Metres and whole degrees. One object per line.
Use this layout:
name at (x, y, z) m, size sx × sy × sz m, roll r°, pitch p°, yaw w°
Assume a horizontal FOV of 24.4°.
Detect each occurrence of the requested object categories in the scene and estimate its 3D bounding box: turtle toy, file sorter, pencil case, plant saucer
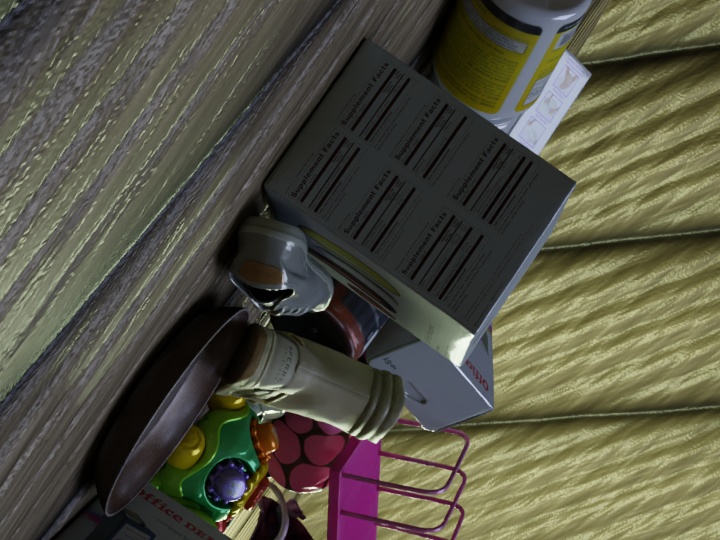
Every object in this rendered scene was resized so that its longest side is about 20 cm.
turtle toy at (-0.148, 0.206, 1.604) m, size 0.200 × 0.101 × 0.146 m, roll -51°, pitch 172°, yaw -41°
file sorter at (0.043, 0.278, 1.796) m, size 0.139 × 0.124 × 0.202 m, roll -51°, pitch 148°, yaw -59°
pencil case at (-0.047, 0.149, 1.796) m, size 0.090 × 0.094 × 0.201 m, roll -16°, pitch 143°, yaw -41°
plant saucer at (-0.158, 0.107, 1.348) m, size 0.201 × 0.032 × 0.200 m, roll -55°, pitch 175°, yaw -8°

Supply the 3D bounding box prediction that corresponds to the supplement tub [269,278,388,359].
supplement tub at (0.000, 0.000, 1.684) m, size 0.200 × 0.106 × 0.107 m, roll -51°, pitch 173°, yaw -35°

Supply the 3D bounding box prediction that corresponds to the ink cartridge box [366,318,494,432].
ink cartridge box at (0.077, 0.049, 1.792) m, size 0.084 × 0.145 × 0.202 m, roll -21°, pitch -137°, yaw 25°

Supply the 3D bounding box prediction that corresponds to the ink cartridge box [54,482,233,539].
ink cartridge box at (-0.195, 0.275, 1.385) m, size 0.088 × 0.145 × 0.200 m, roll -60°, pitch 172°, yaw 26°

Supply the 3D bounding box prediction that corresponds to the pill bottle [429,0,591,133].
pill bottle at (0.134, -0.217, 1.575) m, size 0.115 × 0.114 × 0.201 m, roll -51°, pitch 172°, yaw -38°

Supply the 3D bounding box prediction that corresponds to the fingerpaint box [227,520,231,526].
fingerpaint box at (-0.196, 0.285, 1.775) m, size 0.201 × 0.073 × 0.167 m, roll -53°, pitch 174°, yaw -29°

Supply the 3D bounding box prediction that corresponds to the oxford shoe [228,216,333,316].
oxford shoe at (-0.066, 0.010, 1.336) m, size 0.200 × 0.074 × 0.058 m, roll 67°, pitch 34°, yaw -75°

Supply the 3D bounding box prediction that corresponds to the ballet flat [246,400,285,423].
ballet flat at (-0.115, 0.137, 1.731) m, size 0.070 × 0.069 × 0.200 m, roll -53°, pitch 174°, yaw -23°

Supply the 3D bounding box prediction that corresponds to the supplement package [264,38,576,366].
supplement package at (0.045, -0.048, 1.346) m, size 0.148 × 0.199 × 0.191 m, roll -54°, pitch 173°, yaw -9°

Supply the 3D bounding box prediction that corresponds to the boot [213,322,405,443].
boot at (-0.047, 0.100, 1.488) m, size 0.200 × 0.154 × 0.074 m, roll 158°, pitch -48°, yaw -75°

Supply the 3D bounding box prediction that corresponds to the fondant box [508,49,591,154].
fondant box at (0.128, -0.155, 1.729) m, size 0.058 × 0.144 × 0.201 m, roll 33°, pitch 91°, yaw -41°

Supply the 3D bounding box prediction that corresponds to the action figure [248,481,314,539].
action figure at (-0.129, 0.349, 1.818) m, size 0.199 × 0.135 × 0.149 m, roll -32°, pitch 143°, yaw 1°
